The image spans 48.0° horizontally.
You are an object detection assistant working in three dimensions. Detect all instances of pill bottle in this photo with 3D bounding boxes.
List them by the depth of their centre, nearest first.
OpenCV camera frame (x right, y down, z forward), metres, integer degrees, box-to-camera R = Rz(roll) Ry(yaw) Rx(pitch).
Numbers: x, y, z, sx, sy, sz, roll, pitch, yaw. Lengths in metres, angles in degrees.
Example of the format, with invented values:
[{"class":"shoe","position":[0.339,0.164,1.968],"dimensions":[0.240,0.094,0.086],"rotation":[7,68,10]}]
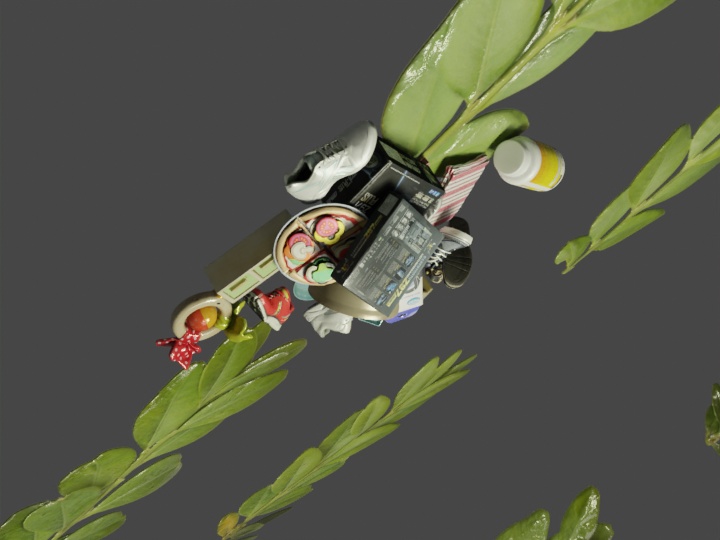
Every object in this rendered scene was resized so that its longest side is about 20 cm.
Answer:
[{"class":"pill bottle","position":[0.383,-0.245,1.857],"dimensions":[0.109,0.110,0.199],"rotation":[-46,154,25]}]

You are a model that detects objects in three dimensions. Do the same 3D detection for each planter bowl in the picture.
[{"class":"planter bowl","position":[0.000,0.000,1.695],"dimensions":[0.199,0.199,0.136],"rotation":[-5,115,-47]}]

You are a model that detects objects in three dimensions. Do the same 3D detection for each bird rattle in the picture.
[{"class":"bird rattle","position":[-0.329,0.103,1.658],"dimensions":[0.198,0.113,0.164],"rotation":[-16,141,-8]}]

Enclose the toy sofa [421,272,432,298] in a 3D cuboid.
[{"class":"toy sofa","position":[0.082,0.048,2.048],"dimensions":[0.199,0.083,0.098],"rotation":[0,138,-52]}]

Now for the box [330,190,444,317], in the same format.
[{"class":"box","position":[0.054,-0.029,1.555],"dimensions":[0.157,0.051,0.201],"rotation":[35,90,-44]}]

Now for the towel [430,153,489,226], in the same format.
[{"class":"towel","position":[0.203,-0.173,1.834],"dimensions":[0.146,0.030,0.201],"rotation":[-25,153,-44]}]

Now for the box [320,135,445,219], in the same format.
[{"class":"box","position":[0.043,-0.153,1.585],"dimensions":[0.164,0.087,0.199],"rotation":[-44,144,21]}]

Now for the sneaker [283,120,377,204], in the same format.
[{"class":"sneaker","position":[-0.053,-0.196,1.446],"dimensions":[0.200,0.071,0.080],"rotation":[-41,152,15]}]

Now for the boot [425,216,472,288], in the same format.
[{"class":"boot","position":[0.214,-0.016,2.001],"dimensions":[0.072,0.202,0.151],"rotation":[13,145,-13]}]

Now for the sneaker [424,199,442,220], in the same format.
[{"class":"sneaker","position":[0.115,-0.120,1.767],"dimensions":[0.082,0.075,0.200],"rotation":[-23,169,-44]}]

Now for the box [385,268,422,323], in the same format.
[{"class":"box","position":[0.086,0.023,1.890],"dimensions":[0.118,0.041,0.202],"rotation":[-16,123,-22]}]

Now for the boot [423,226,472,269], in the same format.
[{"class":"boot","position":[0.188,-0.046,1.888],"dimensions":[0.091,0.072,0.200],"rotation":[-67,-161,-7]}]

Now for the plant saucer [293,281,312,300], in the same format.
[{"class":"plant saucer","position":[-0.069,-0.007,1.824],"dimensions":[0.199,0.028,0.201],"rotation":[-29,155,-15]}]

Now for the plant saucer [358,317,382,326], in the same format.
[{"class":"plant saucer","position":[0.062,0.034,1.916],"dimensions":[0.069,0.019,0.201],"rotation":[20,101,-35]}]

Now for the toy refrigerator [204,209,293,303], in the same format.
[{"class":"toy refrigerator","position":[-0.197,-0.024,1.578],"dimensions":[0.199,0.070,0.076],"rotation":[-35,156,3]}]

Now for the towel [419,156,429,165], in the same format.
[{"class":"towel","position":[0.062,-0.155,1.726],"dimensions":[0.199,0.023,0.144],"rotation":[-30,158,-6]}]

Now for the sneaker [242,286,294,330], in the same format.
[{"class":"sneaker","position":[-0.195,0.064,1.760],"dimensions":[0.085,0.077,0.200],"rotation":[-44,163,-4]}]

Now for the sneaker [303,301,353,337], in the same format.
[{"class":"sneaker","position":[-0.037,0.094,1.915],"dimensions":[0.199,0.100,0.078],"rotation":[-30,-178,32]}]

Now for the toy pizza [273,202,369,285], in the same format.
[{"class":"toy pizza","position":[-0.067,-0.042,1.537],"dimensions":[0.198,0.032,0.202],"rotation":[-10,134,-11]}]
